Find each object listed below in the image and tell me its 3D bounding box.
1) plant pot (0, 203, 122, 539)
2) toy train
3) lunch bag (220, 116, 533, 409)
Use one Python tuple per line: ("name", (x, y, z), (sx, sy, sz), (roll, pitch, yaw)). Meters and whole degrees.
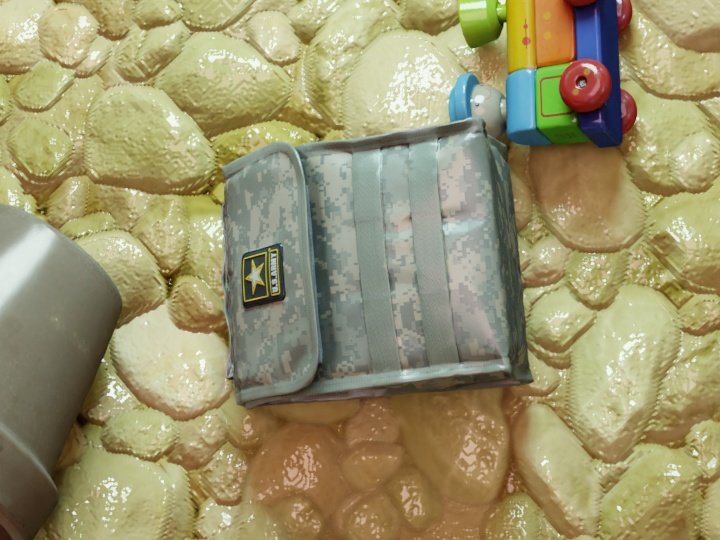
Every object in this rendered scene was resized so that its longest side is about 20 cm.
("plant pot", (-0.248, 0.055, 1.094), (0.199, 0.201, 0.175), (30, 69, 14))
("toy train", (0.117, -0.180, 1.125), (0.115, 0.085, 0.202), (-6, 78, 22))
("lunch bag", (0.000, 0.000, 1.089), (0.198, 0.118, 0.165), (-7, 80, 15))
